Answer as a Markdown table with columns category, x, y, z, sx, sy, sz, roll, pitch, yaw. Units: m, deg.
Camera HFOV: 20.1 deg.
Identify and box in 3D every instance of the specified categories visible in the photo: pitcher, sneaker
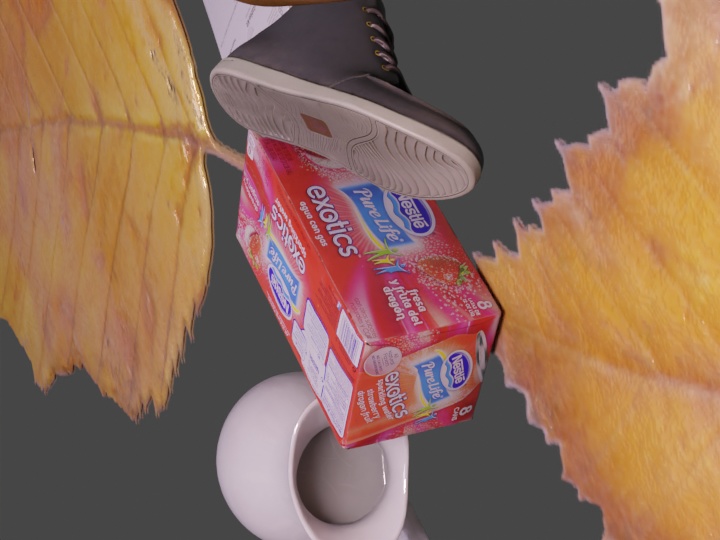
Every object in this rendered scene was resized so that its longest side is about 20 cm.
| category | x | y | z | sx | sy | sz | roll | pitch | yaw |
| --- | --- | --- | --- | --- | --- | --- | --- | --- | --- |
| pitcher | -0.026 | 0.157 | 1.371 | 0.200 | 0.120 | 0.173 | -178 | 82 | -74 |
| sneaker | 0.010 | -0.120 | 1.240 | 0.199 | 0.106 | 0.075 | 25 | 153 | 32 |

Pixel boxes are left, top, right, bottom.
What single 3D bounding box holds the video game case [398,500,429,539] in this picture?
| category | x | y | z | sx | sy | sz | roll | pitch | yaw |
| --- | --- | --- | --- | --- | --- | --- | --- | --- | --- |
| video game case | 0.054 | 0.278 | 1.386 | 0.144 | 0.018 | 0.201 | 101 | 150 | -45 |

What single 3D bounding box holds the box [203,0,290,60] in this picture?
| category | x | y | z | sx | sy | sz | roll | pitch | yaw |
| --- | --- | --- | --- | --- | --- | --- | --- | --- | --- |
| box | -0.081 | -0.232 | 1.450 | 0.156 | 0.041 | 0.202 | 121 | 135 | -60 |

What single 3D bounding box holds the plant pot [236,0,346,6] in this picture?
| category | x | y | z | sx | sy | sz | roll | pitch | yaw |
| --- | --- | --- | --- | --- | --- | --- | --- | --- | --- |
| plant pot | 0.015 | -0.222 | 1.063 | 0.199 | 0.185 | 0.188 | 18 | 118 | 49 |

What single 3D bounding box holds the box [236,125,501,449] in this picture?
| category | x | y | z | sx | sy | sz | roll | pitch | yaw |
| --- | --- | --- | --- | --- | --- | --- | --- | --- | --- |
| box | 0.000 | 0.000 | 1.279 | 0.100 | 0.095 | 0.201 | 101 | 149 | -44 |
